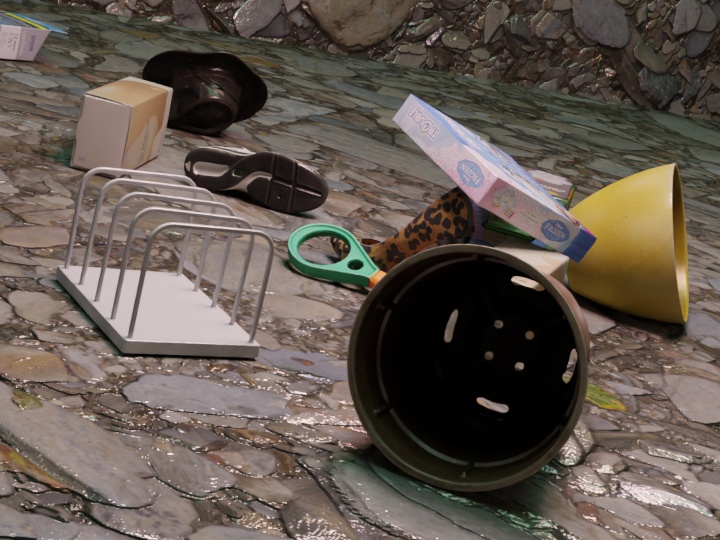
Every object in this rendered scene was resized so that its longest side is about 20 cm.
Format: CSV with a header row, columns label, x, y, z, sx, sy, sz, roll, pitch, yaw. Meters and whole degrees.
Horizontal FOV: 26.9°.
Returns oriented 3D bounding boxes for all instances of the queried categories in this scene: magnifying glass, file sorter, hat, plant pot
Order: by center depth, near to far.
label,x,y,z,sx,sy,sz,roll,pitch,yaw
plant pot,0.113,0.074,1.303,0.199,0.201,0.198,18,8,16
file sorter,-0.187,-0.012,1.446,0.138,0.125,0.200,5,17,-32
magnifying glass,0.000,0.000,1.726,0.199,0.022,0.080,30,49,28
plant pot,0.334,-0.030,1.901,0.141,0.201,0.200,-3,10,16
hat,-0.248,-0.261,2.357,0.199,0.081,0.201,5,-30,3

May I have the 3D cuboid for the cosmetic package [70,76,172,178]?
label,x,y,z,sx,sy,sz,roll,pitch,yaw
cosmetic package,-0.321,-0.196,2.037,0.071,0.106,0.200,15,16,5

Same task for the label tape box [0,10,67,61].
label,x,y,z,sx,sy,sz,roll,pitch,yaw
label tape box,-0.636,-0.413,2.623,0.143,0.066,0.200,25,16,35

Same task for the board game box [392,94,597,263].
label,x,y,z,sx,sy,sz,roll,pitch,yaw
board game box,0.158,-0.108,1.766,0.199,0.043,0.200,25,17,-43

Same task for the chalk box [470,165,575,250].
label,x,y,z,sx,sy,sz,roll,pitch,yaw
chalk box,0.201,-0.059,1.968,0.124,0.124,0.200,17,16,9

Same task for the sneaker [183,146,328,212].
label,x,y,z,sx,sy,sz,roll,pitch,yaw
sneaker,-0.129,-0.137,2.044,0.199,0.076,0.115,14,17,10

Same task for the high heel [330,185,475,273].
label,x,y,z,sx,sy,sz,roll,pitch,yaw
high heel,0.049,-0.053,1.766,0.199,0.143,0.071,25,20,36

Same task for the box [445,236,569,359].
label,x,y,z,sx,sy,sz,roll,pitch,yaw
box,0.165,0.030,1.666,0.077,0.095,0.200,19,17,16
